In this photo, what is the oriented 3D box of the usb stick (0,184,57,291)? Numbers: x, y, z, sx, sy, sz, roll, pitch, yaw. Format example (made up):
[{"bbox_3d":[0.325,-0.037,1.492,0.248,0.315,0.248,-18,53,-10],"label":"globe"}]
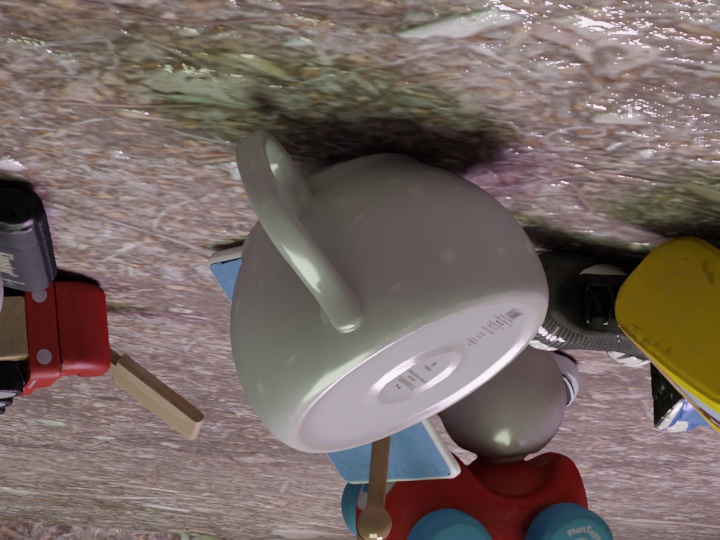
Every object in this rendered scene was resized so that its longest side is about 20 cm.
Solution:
[{"bbox_3d":[-0.236,-0.020,1.438,0.055,0.033,0.200,6,168,-4],"label":"usb stick"}]

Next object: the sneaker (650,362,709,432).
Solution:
[{"bbox_3d":[0.266,0.082,1.613,0.089,0.079,0.200,-5,173,14],"label":"sneaker"}]

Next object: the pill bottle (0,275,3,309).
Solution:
[{"bbox_3d":[-0.283,-0.006,1.266,0.108,0.110,0.200,3,167,10],"label":"pill bottle"}]

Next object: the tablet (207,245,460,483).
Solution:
[{"bbox_3d":[-0.018,0.064,1.465,0.130,0.014,0.201,-10,117,51],"label":"tablet"}]

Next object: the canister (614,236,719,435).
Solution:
[{"bbox_3d":[0.258,0.076,1.335,0.200,0.087,0.148,43,179,-43],"label":"canister"}]

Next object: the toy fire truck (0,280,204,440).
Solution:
[{"bbox_3d":[-0.221,0.071,1.674,0.199,0.130,0.176,-3,170,-17],"label":"toy fire truck"}]

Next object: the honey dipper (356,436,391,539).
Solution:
[{"bbox_3d":[0.018,0.072,1.357,0.038,0.201,0.038,4,167,1],"label":"honey dipper"}]

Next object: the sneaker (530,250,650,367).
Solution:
[{"bbox_3d":[0.172,0.022,1.393,0.090,0.067,0.200,-8,165,37],"label":"sneaker"}]

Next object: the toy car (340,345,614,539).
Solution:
[{"bbox_3d":[0.084,0.118,1.551,0.176,0.202,0.184,0,-174,-18],"label":"toy car"}]

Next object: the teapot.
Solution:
[{"bbox_3d":[0.000,0.000,1.206,0.196,0.147,0.200,-16,157,-31],"label":"teapot"}]

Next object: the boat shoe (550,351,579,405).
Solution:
[{"bbox_3d":[0.129,0.098,1.714,0.072,0.071,0.200,1,166,19],"label":"boat shoe"}]
